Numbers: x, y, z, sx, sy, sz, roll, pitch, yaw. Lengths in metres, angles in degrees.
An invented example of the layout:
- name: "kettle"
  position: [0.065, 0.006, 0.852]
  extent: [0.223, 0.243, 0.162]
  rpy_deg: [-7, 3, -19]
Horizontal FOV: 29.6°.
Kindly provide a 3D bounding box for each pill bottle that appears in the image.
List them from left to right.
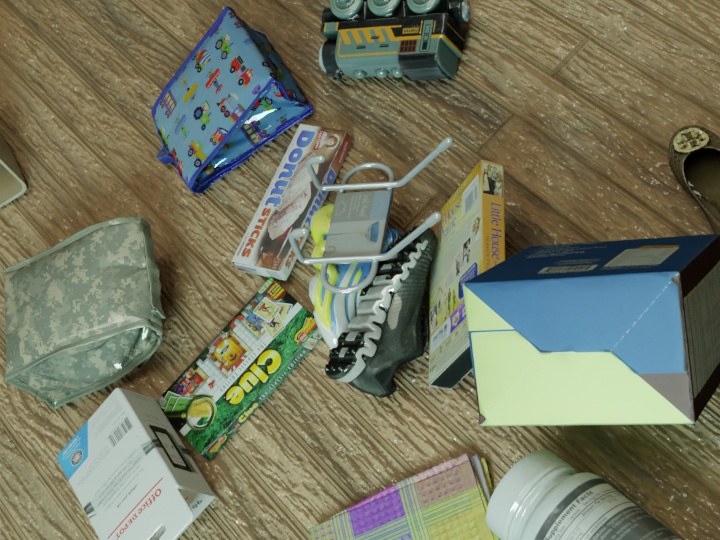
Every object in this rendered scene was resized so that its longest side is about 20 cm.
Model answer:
- name: "pill bottle"
  position: [0.216, 0.257, 1.238]
  extent: [0.113, 0.113, 0.200]
  rpy_deg: [-49, 53, -5]

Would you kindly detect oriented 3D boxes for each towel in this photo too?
- name: "towel"
  position: [0.053, 0.281, 1.364]
  extent: [0.199, 0.023, 0.144]
  rpy_deg: [-26, 55, 12]

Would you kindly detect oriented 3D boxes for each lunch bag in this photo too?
- name: "lunch bag"
  position: [-0.317, 0.045, 1.623]
  extent: [0.199, 0.118, 0.165]
  rpy_deg: [-25, 54, 18]
- name: "lunch bag"
  position: [-0.184, -0.203, 1.720]
  extent: [0.200, 0.094, 0.151]
  rpy_deg: [-41, 55, 13]

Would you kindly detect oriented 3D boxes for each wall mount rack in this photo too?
- name: "wall mount rack"
  position: [0.017, -0.071, 1.476]
  extent: [0.173, 0.075, 0.201]
  rpy_deg: [-4, 47, 17]

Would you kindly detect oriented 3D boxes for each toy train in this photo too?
- name: "toy train"
  position: [0.037, -0.287, 1.655]
  extent: [0.199, 0.085, 0.115]
  rpy_deg: [1, 74, 28]

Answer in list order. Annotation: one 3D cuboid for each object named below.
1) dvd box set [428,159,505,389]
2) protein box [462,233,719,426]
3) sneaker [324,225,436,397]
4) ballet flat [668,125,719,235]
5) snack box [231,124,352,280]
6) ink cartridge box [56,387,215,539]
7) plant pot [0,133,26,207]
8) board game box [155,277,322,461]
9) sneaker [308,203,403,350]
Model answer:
- name: "dvd box set"
  position: [0.110, 0.006, 1.426]
  extent: [0.029, 0.146, 0.201]
  rpy_deg: [11, 60, -16]
- name: "protein box"
  position: [0.226, 0.052, 1.269]
  extent: [0.198, 0.200, 0.136]
  rpy_deg: [-4, 99, 25]
- name: "sneaker"
  position: [0.040, 0.049, 1.464]
  extent: [0.066, 0.090, 0.201]
  rpy_deg: [-4, 54, 56]
- name: "ballet flat"
  position: [0.367, -0.077, 1.388]
  extent: [0.067, 0.046, 0.201]
  rpy_deg: [-24, 55, 12]
- name: "snack box"
  position: [-0.080, -0.084, 1.626]
  extent: [0.072, 0.024, 0.201]
  rpy_deg: [11, 65, 32]
- name: "ink cartridge box"
  position: [-0.239, 0.241, 1.494]
  extent: [0.116, 0.068, 0.200]
  rpy_deg: [-48, 52, 11]
- name: "plant pot"
  position: [-0.596, -0.174, 1.849]
  extent: [0.199, 0.200, 0.177]
  rpy_deg: [-30, 43, 9]
- name: "board game box"
  position: [-0.136, 0.110, 1.555]
  extent: [0.200, 0.023, 0.105]
  rpy_deg: [-48, 55, -4]
- name: "sneaker"
  position: [0.000, 0.000, 1.514]
  extent: [0.105, 0.076, 0.201]
  rpy_deg: [-18, 56, 16]
